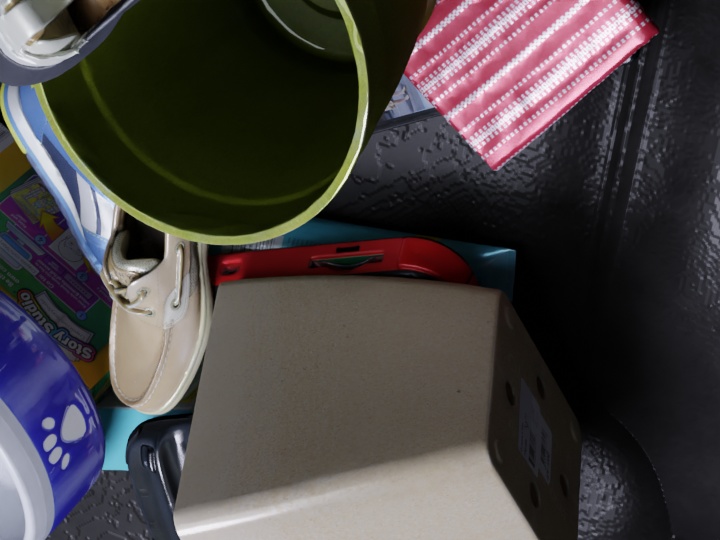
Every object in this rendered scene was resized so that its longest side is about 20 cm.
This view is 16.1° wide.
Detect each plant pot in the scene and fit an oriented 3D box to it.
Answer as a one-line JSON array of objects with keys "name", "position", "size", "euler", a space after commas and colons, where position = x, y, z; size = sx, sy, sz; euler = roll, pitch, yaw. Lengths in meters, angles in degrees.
[{"name": "plant pot", "position": [-0.049, -0.144, 1.404], "size": [0.200, 0.193, 0.201], "euler": [11, 118, 21]}, {"name": "plant pot", "position": [0.025, 0.120, 1.505], "size": [0.177, 0.200, 0.200], "euler": [-14, 131, 21]}]

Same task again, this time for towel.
[{"name": "towel", "position": [0.059, -0.171, 1.469], "size": [0.200, 0.022, 0.145], "euler": [48, 125, -2]}]

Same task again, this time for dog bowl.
[{"name": "dog bowl", "position": [-0.261, 0.090, 1.613], "size": [0.200, 0.079, 0.200], "euler": [26, 142, 22]}]

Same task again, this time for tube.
[{"name": "tube", "position": [0.000, 0.000, 1.594], "size": [0.200, 0.050, 0.078], "euler": [13, 132, 17]}]

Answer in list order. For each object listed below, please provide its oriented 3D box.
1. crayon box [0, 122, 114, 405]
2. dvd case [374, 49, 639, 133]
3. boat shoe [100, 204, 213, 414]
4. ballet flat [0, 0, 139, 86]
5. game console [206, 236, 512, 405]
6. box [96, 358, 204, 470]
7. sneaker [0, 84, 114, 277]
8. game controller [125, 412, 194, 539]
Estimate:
[{"name": "crayon box", "position": [-0.222, -0.004, 1.652], "size": [0.200, 0.119, 0.058], "euler": [41, 138, 3]}, {"name": "dvd case", "position": [0.052, -0.165, 1.500], "size": [0.200, 0.018, 0.143], "euler": [-14, 107, 31]}, {"name": "boat shoe", "position": [-0.130, -0.004, 1.555], "size": [0.072, 0.065, 0.200], "euler": [28, 115, 34]}, {"name": "ballet flat", "position": [-0.144, -0.149, 1.290], "size": [0.200, 0.073, 0.073], "euler": [-32, 97, 34]}, {"name": "game console", "position": [-0.001, 0.053, 1.601], "size": [0.200, 0.031, 0.177], "euler": [-5, 135, 28]}, {"name": "box", "position": [-0.174, 0.094, 1.705], "size": [0.200, 0.082, 0.049], "euler": [-1, 114, 28]}, {"name": "sneaker", "position": [-0.146, -0.057, 1.622], "size": [0.082, 0.074, 0.200], "euler": [-30, 99, 32]}, {"name": "game controller", "position": [-0.078, 0.177, 1.619], "size": [0.104, 0.042, 0.200], "euler": [-10, 117, 14]}]
